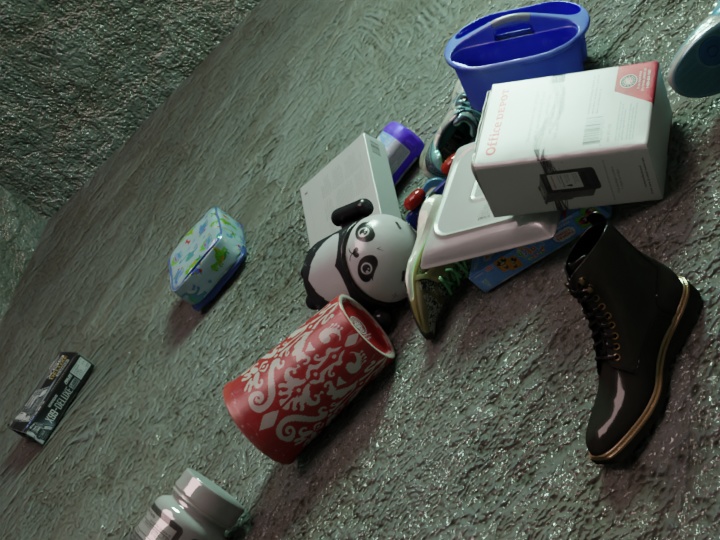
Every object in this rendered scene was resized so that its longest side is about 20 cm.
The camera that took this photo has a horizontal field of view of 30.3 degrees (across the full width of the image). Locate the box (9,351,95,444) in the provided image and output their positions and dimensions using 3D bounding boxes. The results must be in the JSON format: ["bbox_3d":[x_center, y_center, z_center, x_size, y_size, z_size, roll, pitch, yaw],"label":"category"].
[{"bbox_3d":[-0.656,0.268,2.825,0.201,0.050,0.157,-59,22,-16],"label":"box"}]

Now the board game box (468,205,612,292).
[{"bbox_3d":[0.219,-0.077,1.590,0.199,0.037,0.152,-33,29,38],"label":"board game box"}]

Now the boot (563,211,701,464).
[{"bbox_3d":[0.221,0.062,1.223,0.077,0.138,0.201,-19,39,55],"label":"boot"}]

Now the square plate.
[{"bbox_3d":[0.167,-0.102,1.595,0.199,0.028,0.199,-14,43,41],"label":"square plate"}]

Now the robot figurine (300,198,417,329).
[{"bbox_3d":[-0.002,-0.001,1.799,0.199,0.150,0.125,-24,21,51],"label":"robot figurine"}]

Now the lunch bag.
[{"bbox_3d":[-0.289,-0.023,2.490,0.161,0.082,0.200,-48,21,8],"label":"lunch bag"}]

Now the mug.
[{"bbox_3d":[-0.065,0.125,1.731,0.200,0.133,0.178,-43,24,14],"label":"mug"}]

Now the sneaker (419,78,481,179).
[{"bbox_3d":[0.156,-0.215,1.870,0.201,0.077,0.086,-64,4,-4],"label":"sneaker"}]

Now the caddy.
[{"bbox_3d":[0.213,-0.295,1.773,0.198,0.105,0.142,-9,37,20],"label":"caddy"}]

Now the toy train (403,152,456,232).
[{"bbox_3d":[0.151,-0.131,1.776,0.200,0.085,0.116,-43,9,20],"label":"toy train"}]

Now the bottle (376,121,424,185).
[{"bbox_3d":[0.015,-0.137,2.067,0.200,0.065,0.084,-51,20,1],"label":"bottle"}]

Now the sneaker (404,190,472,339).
[{"bbox_3d":[0.111,-0.009,1.663,0.088,0.077,0.202,0,64,23],"label":"sneaker"}]

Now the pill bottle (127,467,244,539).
[{"bbox_3d":[-0.246,0.367,1.733,0.201,0.114,0.114,-54,21,-7],"label":"pill bottle"}]

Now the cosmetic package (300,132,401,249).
[{"bbox_3d":[-0.013,-0.080,1.964,0.150,0.051,0.201,-36,48,31],"label":"cosmetic package"}]

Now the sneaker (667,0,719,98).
[{"bbox_3d":[0.407,-0.276,1.470,0.200,0.080,0.131,-39,24,6],"label":"sneaker"}]

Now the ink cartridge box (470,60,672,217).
[{"bbox_3d":[0.237,-0.146,1.483,0.198,0.084,0.146,-5,45,25],"label":"ink cartridge box"}]
